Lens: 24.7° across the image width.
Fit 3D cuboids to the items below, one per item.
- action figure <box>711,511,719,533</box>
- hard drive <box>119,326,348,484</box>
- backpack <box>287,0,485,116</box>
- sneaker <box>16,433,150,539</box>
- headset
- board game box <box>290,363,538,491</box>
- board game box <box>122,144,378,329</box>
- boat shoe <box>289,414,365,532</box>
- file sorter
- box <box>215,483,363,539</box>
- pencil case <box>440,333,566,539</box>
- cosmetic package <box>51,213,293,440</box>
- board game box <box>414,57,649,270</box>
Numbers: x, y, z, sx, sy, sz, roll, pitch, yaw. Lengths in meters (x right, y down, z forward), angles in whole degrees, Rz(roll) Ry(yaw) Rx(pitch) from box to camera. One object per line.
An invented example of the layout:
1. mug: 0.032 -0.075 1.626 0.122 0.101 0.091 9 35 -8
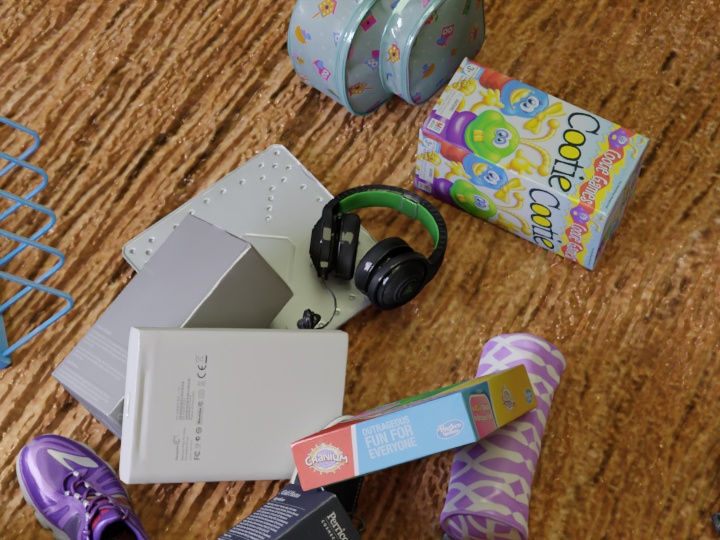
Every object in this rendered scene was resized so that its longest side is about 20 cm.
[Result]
1. action figure: 0.391 0.153 1.431 0.200 0.193 0.105 -35 107 -7
2. hard drive: -0.108 0.117 1.432 0.199 0.026 0.133 2 96 -29
3. backpack: 0.028 -0.252 1.654 0.200 0.176 0.153 -38 64 -17
4. sneaker: -0.224 0.211 1.422 0.081 0.084 0.200 -36 66 -21
5. headset: 0.000 0.000 1.547 0.123 0.094 0.200 27 47 17
6. board game box: 0.049 0.127 1.360 0.152 0.200 0.041 -18 87 19
7. board game box: -0.094 -0.003 1.587 0.200 0.026 0.200 -36 67 -20
8. boat shoe: -0.035 0.217 1.424 0.075 0.062 0.201 43 62 -29
9. file sorter: -0.357 -0.037 1.506 0.122 0.139 0.201 -33 58 25
10. box: -0.059 0.304 1.309 0.182 0.104 0.201 -35 102 -21
11. pencil case: 0.132 0.155 1.473 0.085 0.084 0.201 33 58 -28
12. cosmetic package: -0.167 0.057 1.473 0.200 0.090 0.107 -47 41 -13
13. board game box: 0.165 -0.104 1.611 0.199 0.105 0.103 25 62 13
